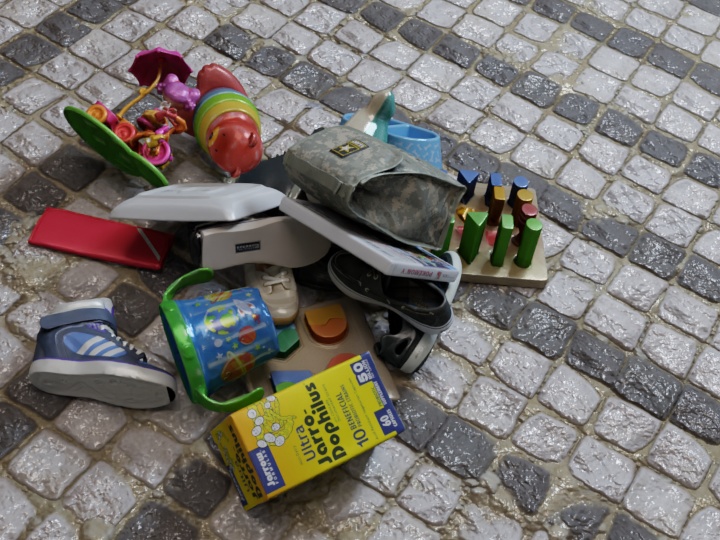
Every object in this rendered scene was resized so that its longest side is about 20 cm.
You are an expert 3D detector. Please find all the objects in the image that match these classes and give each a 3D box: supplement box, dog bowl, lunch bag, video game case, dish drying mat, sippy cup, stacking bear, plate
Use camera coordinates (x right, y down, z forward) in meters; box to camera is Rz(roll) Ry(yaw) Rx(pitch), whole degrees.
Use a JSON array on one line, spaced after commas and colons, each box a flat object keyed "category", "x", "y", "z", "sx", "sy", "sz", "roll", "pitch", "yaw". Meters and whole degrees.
[{"category": "supplement box", "x": -0.065, "y": 0.196, "z": 1.369, "sx": 0.198, "sy": 0.110, "sz": 0.110, "roll": -23, "pitch": 80, "yaw": -26}, {"category": "dog bowl", "x": 0.045, "y": -0.204, "z": 1.763, "sx": 0.199, "sy": 0.050, "sz": 0.111, "roll": 24, "pitch": 25, "yaw": 39}, {"category": "lunch bag", "x": 0.012, "y": -0.118, "z": 1.506, "sx": 0.198, "sy": 0.119, "sz": 0.164, "roll": 12, "pitch": 15, "yaw": -42}, {"category": "video game case", "x": 0.013, "y": -0.040, "z": 1.510, "sx": 0.199, "sy": 0.023, "sz": 0.181, "roll": 31, "pitch": 13, "yaw": 31}, {"category": "dish drying mat", "x": -0.375, "y": -0.047, "z": 1.626, "sx": 0.197, "sy": 0.018, "sz": 0.077, "roll": 13, "pitch": 48, "yaw": 3}, {"category": "sippy cup", "x": -0.178, "y": 0.086, "z": 1.445, "sx": 0.129, "sy": 0.139, "sz": 0.180, "roll": -20, "pitch": 97, "yaw": -15}, {"category": "stacking bear", "x": -0.202, "y": -0.213, "z": 1.707, "sx": 0.113, "sy": 0.122, "sz": 0.201, "roll": 28, "pitch": 17, "yaw": -30}, {"category": "plate", "x": -0.226, "y": -0.100, "z": 1.587, "sx": 0.197, "sy": 0.033, "sz": 0.199, "roll": 2, "pitch": 12, "yaw": 20}]

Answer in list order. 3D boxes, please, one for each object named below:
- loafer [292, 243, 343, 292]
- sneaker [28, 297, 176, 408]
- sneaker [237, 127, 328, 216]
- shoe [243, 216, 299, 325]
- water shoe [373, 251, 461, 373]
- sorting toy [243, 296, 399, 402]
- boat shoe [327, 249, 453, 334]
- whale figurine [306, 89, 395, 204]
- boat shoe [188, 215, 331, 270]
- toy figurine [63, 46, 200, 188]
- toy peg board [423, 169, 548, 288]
[{"category": "loafer", "x": 0.000, "y": 0.000, "z": 1.602, "sx": 0.198, "sy": 0.071, "sz": 0.069, "roll": 10, "pitch": 47, "yaw": -7}, {"category": "sneaker", "x": -0.324, "y": 0.093, "z": 1.462, "sx": 0.197, "sy": 0.081, "sz": 0.148, "roll": 6, "pitch": 51, "yaw": 4}, {"category": "sneaker", "x": -0.117, "y": -0.165, "z": 1.736, "sx": 0.105, "sy": 0.075, "sz": 0.201, "roll": 17, "pitch": 47, "yaw": 10}, {"category": "shoe", "x": -0.133, "y": -0.001, "z": 1.578, "sx": 0.069, "sy": 0.054, "sz": 0.201, "roll": -12, "pitch": 42, "yaw": -11}, {"category": "water shoe", "x": 0.081, "y": 0.043, "z": 1.553, "sx": 0.078, "sy": 0.072, "sz": 0.202, "roll": 28, "pitch": 57, "yaw": -8}, {"category": "sorting toy", "x": -0.064, "y": 0.119, "z": 1.511, "sx": 0.197, "sy": 0.037, "sz": 0.186, "roll": -10, "pitch": 50, "yaw": -18}, {"category": "boat shoe", "x": 0.040, "y": 0.017, "z": 1.510, "sx": 0.198, "sy": 0.057, "sz": 0.069, "roll": 27, "pitch": 64, "yaw": 23}, {"category": "whale figurine", "x": 0.003, "y": -0.169, "z": 1.663, "sx": 0.103, "sy": 0.159, "sz": 0.201, "roll": 35, "pitch": 86, "yaw": -3}, {"category": "boat shoe", "x": -0.145, "y": -0.049, "z": 1.545, "sx": 0.197, "sy": 0.076, "sz": 0.093, "roll": -2, "pitch": 22, "yaw": -22}, {"category": "toy figurine", "x": -0.314, "y": -0.247, "z": 1.690, "sx": 0.199, "sy": 0.150, "sz": 0.185, "roll": 32, "pitch": 74, "yaw": 16}, {"category": "toy peg board", "x": 0.186, "y": -0.087, "z": 1.697, "sx": 0.197, "sy": 0.099, "sz": 0.201, "roll": 5, "pitch": 47, "yaw": -5}]
